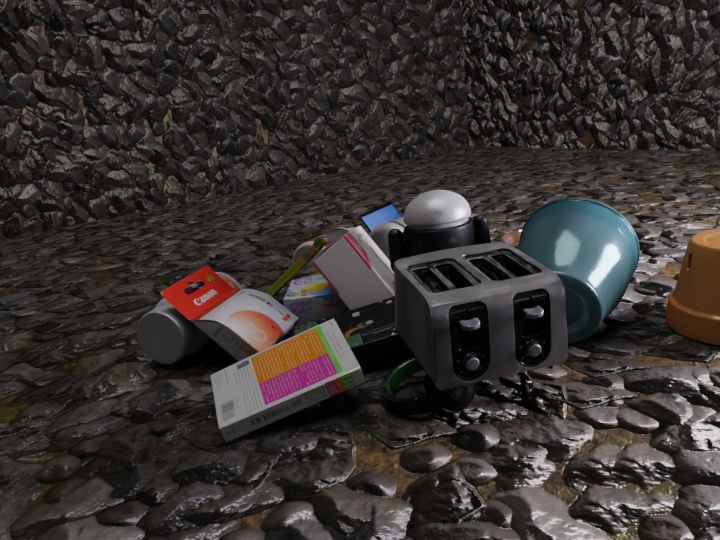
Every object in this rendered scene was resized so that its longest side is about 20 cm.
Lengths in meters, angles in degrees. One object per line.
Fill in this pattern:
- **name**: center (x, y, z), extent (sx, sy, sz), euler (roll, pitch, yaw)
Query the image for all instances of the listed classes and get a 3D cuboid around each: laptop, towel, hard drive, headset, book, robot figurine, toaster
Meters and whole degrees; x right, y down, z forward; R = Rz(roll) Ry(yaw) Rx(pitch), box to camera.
- **laptop**: center (0.128, -0.114, 1.691), extent (0.200, 0.104, 0.177), euler (4, 20, 32)
- **towel**: center (-0.147, 0.005, 1.327), extent (0.200, 0.018, 0.086), euler (-45, 10, -5)
- **hard drive**: center (-0.010, 0.107, 1.039), extent (0.200, 0.038, 0.140), euler (-17, 21, -2)
- **headset**: center (0.129, 0.152, 0.876), extent (0.200, 0.094, 0.124), euler (-19, 18, 14)
- **book**: center (-0.106, 0.152, 0.899), extent (0.200, 0.048, 0.134), euler (-22, 26, -8)
- **robot figurine**: center (0.141, -0.041, 1.131), extent (0.150, 0.200, 0.125), euler (-21, 19, -41)
- **toaster**: center (0.147, 0.050, 0.838), extent (0.180, 0.119, 0.200), euler (-9, 22, -12)

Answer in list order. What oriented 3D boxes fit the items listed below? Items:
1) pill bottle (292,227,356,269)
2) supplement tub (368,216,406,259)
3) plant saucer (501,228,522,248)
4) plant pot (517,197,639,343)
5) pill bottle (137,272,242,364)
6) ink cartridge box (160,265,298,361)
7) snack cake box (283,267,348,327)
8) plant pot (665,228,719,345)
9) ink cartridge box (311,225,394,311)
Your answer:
- **pill bottle**: center (-0.060, -0.037, 1.488), extent (0.111, 0.111, 0.200), euler (3, 18, 29)
- **supplement tub**: center (0.128, -0.053, 1.405), extent (0.200, 0.145, 0.145), euler (-20, 20, -39)
- **plant saucer**: center (0.400, -0.057, 1.356), extent (0.200, 0.035, 0.200), euler (-4, 16, 1)
- **plant pot**: center (0.338, 0.013, 1.045), extent (0.200, 0.200, 0.188), euler (2, 34, 28)
- **pill bottle**: center (-0.302, 0.084, 1.162), extent (0.114, 0.114, 0.200), euler (0, 17, 20)
- **ink cartridge box**: center (-0.220, 0.063, 1.112), extent (0.050, 0.200, 0.162), euler (-49, -2, 25)
- **snack cake box**: center (-0.081, 0.050, 1.276), extent (0.115, 0.067, 0.200), euler (-5, 16, 3)
- **plant pot**: center (0.582, 0.017, 0.991), extent (0.200, 0.140, 0.200), euler (-7, 15, 2)
- **ink cartridge box**: center (0.000, 0.000, 1.203), extent (0.083, 0.147, 0.200), euler (-39, 2, 12)
